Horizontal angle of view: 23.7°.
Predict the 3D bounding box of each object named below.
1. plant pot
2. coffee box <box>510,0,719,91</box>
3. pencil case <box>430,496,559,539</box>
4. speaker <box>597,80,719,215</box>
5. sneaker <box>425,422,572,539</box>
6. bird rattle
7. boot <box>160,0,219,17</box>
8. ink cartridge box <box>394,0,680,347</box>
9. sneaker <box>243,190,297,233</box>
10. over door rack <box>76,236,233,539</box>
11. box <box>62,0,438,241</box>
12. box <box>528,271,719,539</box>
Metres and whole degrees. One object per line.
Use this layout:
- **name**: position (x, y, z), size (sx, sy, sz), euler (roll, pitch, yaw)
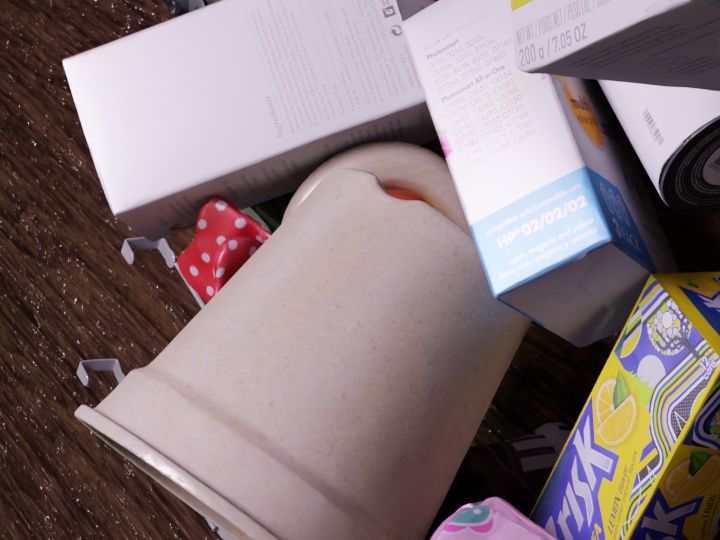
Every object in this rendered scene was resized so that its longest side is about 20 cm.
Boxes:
- **plant pot**: position (-0.013, 0.058, 0.878), size (0.184, 0.200, 0.200), euler (-55, 30, -11)
- **coffee box**: position (0.185, -0.189, 0.669), size (0.199, 0.198, 0.200), euler (-17, 75, 58)
- **pencil case**: position (0.121, 0.179, 0.807), size (0.198, 0.087, 0.088), euler (22, 111, 26)
- **speaker**: position (0.143, -0.128, 0.854), size (0.081, 0.080, 0.201), euler (-58, 42, 41)
- **sneaker**: position (0.052, 0.175, 0.974), size (0.076, 0.114, 0.202), euler (44, 126, 50)
- **bird rattle**: position (0.000, 0.000, 1.011), size (0.164, 0.199, 0.113), euler (-57, 6, 5)
- **boot**: position (-0.074, -0.193, 1.183), size (0.169, 0.076, 0.200), euler (59, 149, 8)
- **ink cartridge box**: position (0.087, -0.074, 0.873), size (0.067, 0.115, 0.202), euler (-27, 64, 20)
- **sneaker**: position (-0.030, -0.042, 1.125), size (0.087, 0.076, 0.202), euler (1, 120, 42)
- **over door rack**: position (-0.118, 0.084, 1.295), size (0.200, 0.066, 0.149), euler (45, 130, 24)
- **box**: position (-0.059, -0.101, 1.022), size (0.124, 0.198, 0.099), euler (64, -174, -83)
- **box**: position (0.146, 0.101, 0.866), size (0.070, 0.064, 0.202), euler (57, 136, 43)
